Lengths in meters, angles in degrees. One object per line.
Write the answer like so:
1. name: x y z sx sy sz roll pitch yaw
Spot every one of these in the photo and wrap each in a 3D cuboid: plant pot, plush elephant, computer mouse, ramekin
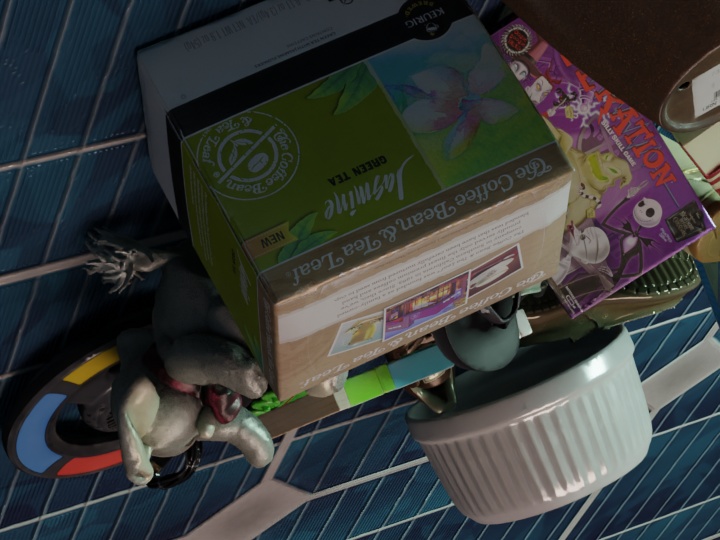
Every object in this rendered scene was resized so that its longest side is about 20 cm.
1. plant pot: 0.165 -0.186 1.416 0.187 0.200 0.187 -25 155 -13
2. plush elephant: -0.102 0.068 1.601 0.199 0.165 0.155 14 115 -5
3. computer mouse: -0.110 0.092 1.734 0.034 0.059 0.200 18 127 -28
4. ramekin: 0.148 0.130 2.003 0.200 0.105 0.200 -23 -173 3

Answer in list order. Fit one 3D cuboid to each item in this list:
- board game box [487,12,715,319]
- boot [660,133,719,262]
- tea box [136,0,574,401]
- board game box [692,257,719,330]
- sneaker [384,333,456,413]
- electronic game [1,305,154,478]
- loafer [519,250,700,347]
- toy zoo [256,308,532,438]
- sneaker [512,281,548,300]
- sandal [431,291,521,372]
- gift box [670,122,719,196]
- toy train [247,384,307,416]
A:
1. board game box: 0.139 -0.080 1.626 0.120 0.200 0.032 -34 -165 1
2. boot: 0.227 -0.067 1.777 0.073 0.155 0.200 -61 158 15
3. tea box: -0.005 -0.063 1.461 0.200 0.197 0.134 -25 155 -13
4. board game box: 0.321 -0.039 1.884 0.134 0.200 0.034 -41 122 21
5. sneaker: 0.048 0.048 1.874 0.070 0.076 0.200 -30 156 -1
6. electronic game: -0.167 0.089 1.751 0.200 0.042 0.200 -25 155 -13
7. loafer: 0.187 0.015 1.979 0.199 0.076 0.067 -8 151 -24
8. toy zoo: 0.034 0.070 1.724 0.200 0.021 0.131 -20 177 -31
9. sneaker: 0.111 -0.050 1.709 0.074 0.118 0.201 -17 152 -27
10. sandal: 0.074 -0.008 1.611 0.076 0.043 0.200 -50 137 -35
11. gift box: 0.278 -0.157 1.609 0.187 0.200 0.185 -36 160 9
12. toy train: -0.052 0.081 1.800 0.056 0.042 0.200 -4 165 -18
